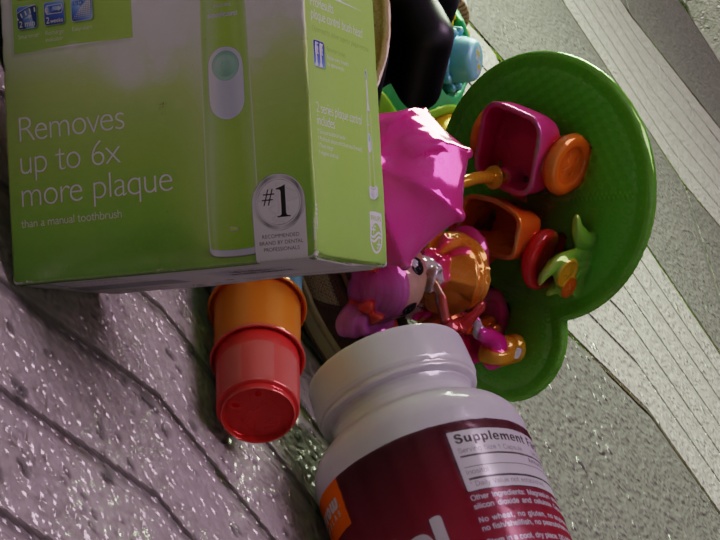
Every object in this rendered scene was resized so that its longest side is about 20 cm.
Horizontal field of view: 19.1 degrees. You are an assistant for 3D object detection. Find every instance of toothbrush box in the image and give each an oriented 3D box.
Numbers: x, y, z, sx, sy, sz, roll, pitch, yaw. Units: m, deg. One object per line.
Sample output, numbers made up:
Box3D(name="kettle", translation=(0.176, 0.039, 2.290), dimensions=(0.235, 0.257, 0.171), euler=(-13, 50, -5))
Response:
Box3D(name="toothbrush box", translation=(-0.074, -0.095, 0.931), dimensions=(0.086, 0.145, 0.201), euler=(11, 76, -68))

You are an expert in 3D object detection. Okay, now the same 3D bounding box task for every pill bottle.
Box3D(name="pill bottle", translation=(0.044, 0.133, 1.053), dimensions=(0.113, 0.113, 0.200), euler=(32, 32, -56))

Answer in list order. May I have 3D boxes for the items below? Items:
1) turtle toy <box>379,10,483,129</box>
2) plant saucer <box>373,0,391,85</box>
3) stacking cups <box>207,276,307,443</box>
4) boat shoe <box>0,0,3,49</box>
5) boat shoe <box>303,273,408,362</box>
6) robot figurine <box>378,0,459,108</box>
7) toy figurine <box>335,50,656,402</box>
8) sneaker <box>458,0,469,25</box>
Box3D(name="turtle toy", translation=(-0.002, -0.154, 1.365), dimensions=(0.200, 0.101, 0.146), euler=(12, 38, -36))
Box3D(name="plant saucer", translation=(-0.085, -0.129, 1.069), dimensions=(0.201, 0.200, 0.035), euler=(61, -21, 6))
Box3D(name="stacking cups", translation=(-0.049, 0.009, 1.089), dimensions=(0.061, 0.060, 0.200), euler=(47, 24, -35))
Box3D(name="boat shoe", translation=(-0.180, -0.134, 0.952), dimensions=(0.075, 0.062, 0.200), euler=(52, 21, -30))
Box3D(name="boat shoe", translation=(0.000, 0.000, 1.209), dimensions=(0.200, 0.072, 0.072), euler=(59, 18, -3))
Box3D(name="robot figurine", translation=(-0.021, -0.175, 1.216), dimensions=(0.150, 0.125, 0.200), euler=(10, 43, -52))
Box3D(name="toy figurine", translation=(0.037, -0.017, 1.123), dimensions=(0.150, 0.200, 0.184), euler=(27, 21, 37))
Box3D(name="sneaker", translation=(0.023, -0.283, 1.725), dimensions=(0.200, 0.071, 0.113), euler=(51, 22, -49))
